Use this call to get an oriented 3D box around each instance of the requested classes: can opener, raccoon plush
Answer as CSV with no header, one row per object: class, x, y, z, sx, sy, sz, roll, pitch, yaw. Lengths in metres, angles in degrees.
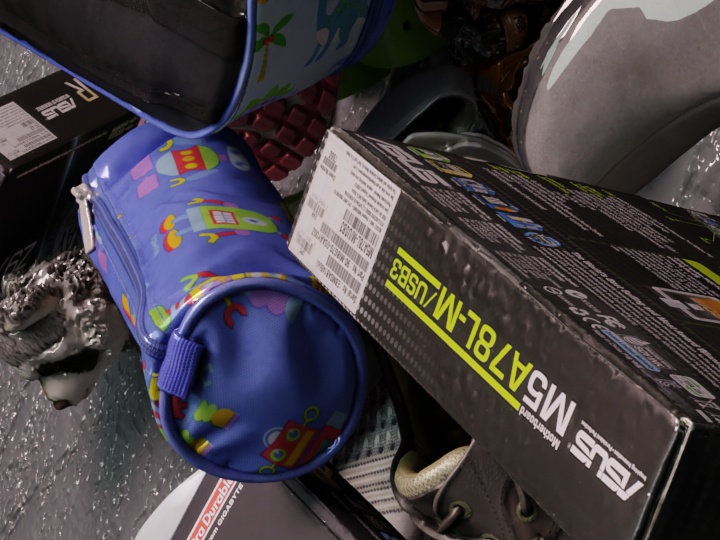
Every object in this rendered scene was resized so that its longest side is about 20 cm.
can opener,0.000,0.000,0.816,0.200,0.053,0.067,-53,31,42
raccoon plush,-0.132,-0.027,1.041,0.097,0.133,0.202,-36,50,52

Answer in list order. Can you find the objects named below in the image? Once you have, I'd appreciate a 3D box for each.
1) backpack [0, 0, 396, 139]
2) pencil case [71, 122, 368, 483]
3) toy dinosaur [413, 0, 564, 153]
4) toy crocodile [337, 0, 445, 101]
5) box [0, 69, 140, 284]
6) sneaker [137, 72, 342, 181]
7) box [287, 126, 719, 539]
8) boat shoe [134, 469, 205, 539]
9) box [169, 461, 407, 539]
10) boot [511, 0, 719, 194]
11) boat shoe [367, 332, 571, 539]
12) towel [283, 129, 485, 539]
backpack,-0.065,-0.161,0.762,0.200,0.146,0.184,36,135,34
pencil case,-0.059,0.003,0.769,0.200,0.086,0.079,-125,46,-62
toy dinosaur,0.051,-0.123,0.798,0.200,0.102,0.136,47,147,24
toy crocodile,-0.021,-0.116,0.958,0.200,0.061,0.068,0,115,66
box,-0.177,-0.034,1.086,0.043,0.200,0.161,38,121,10
sneaker,-0.067,-0.072,0.925,0.200,0.080,0.075,125,155,-49
box,0.103,0.028,0.546,0.200,0.192,0.048,43,115,56
boat shoe,-0.053,0.159,0.867,0.091,0.071,0.201,48,144,22
box,-0.033,0.185,0.713,0.201,0.049,0.198,-60,38,8
boot,0.134,-0.066,0.620,0.200,0.070,0.132,-49,39,23
boat shoe,0.040,0.068,0.714,0.073,0.064,0.202,-21,85,62
towel,-0.008,0.047,0.889,0.200,0.034,0.194,-18,68,58
